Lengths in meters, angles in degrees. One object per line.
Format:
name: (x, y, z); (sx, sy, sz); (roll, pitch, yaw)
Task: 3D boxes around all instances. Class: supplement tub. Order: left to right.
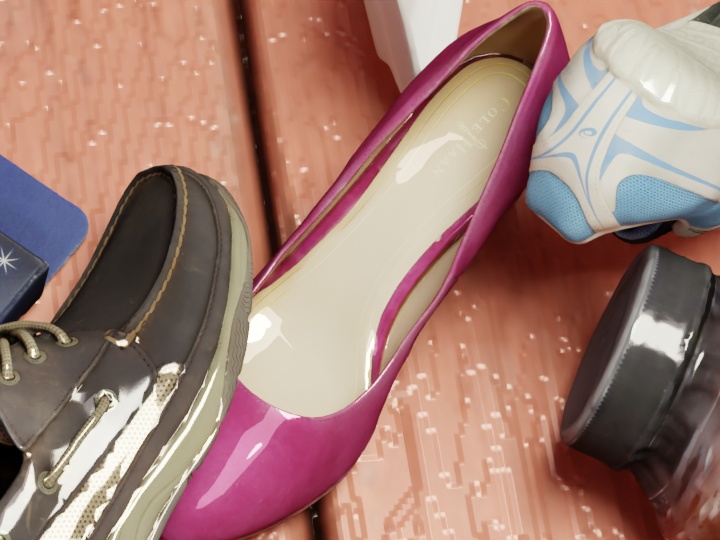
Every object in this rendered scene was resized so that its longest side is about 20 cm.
supplement tub: (0.168, 0.063, 0.794); (0.199, 0.107, 0.107); (25, 63, -1)

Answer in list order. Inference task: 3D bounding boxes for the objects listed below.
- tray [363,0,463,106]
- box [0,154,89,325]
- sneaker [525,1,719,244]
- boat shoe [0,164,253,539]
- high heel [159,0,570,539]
tray: (0.024, -0.156, 0.859); (0.022, 0.108, 0.201); (3, 59, 12)
box: (-0.185, 0.018, 0.772); (0.121, 0.032, 0.200); (34, 62, 3)
sneaker: (0.115, -0.046, 0.823); (0.072, 0.073, 0.200); (48, 26, 20)
boat shoe: (-0.091, 0.048, 0.745); (0.073, 0.074, 0.201); (32, 59, -27)
high heel: (0.000, 0.000, 0.782); (0.067, 0.096, 0.200); (40, 66, 16)
